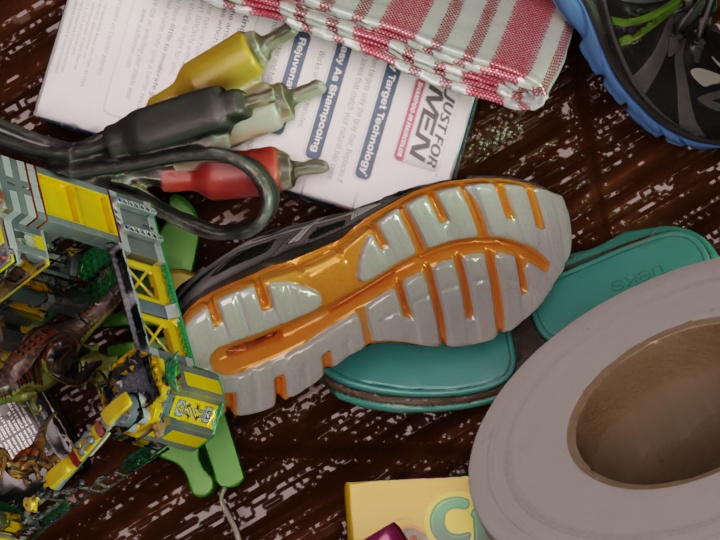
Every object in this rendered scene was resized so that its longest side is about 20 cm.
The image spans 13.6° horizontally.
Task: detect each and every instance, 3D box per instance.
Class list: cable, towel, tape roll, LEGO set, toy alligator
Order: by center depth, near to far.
[{"bbox_3d":[0.162,0.106,1.273,0.202,0.203,0.139,-28,119,0],"label":"tape roll"},{"bbox_3d":[-0.166,0.043,1.311,0.200,0.116,0.154,-27,61,35],"label":"LEGO set"},{"bbox_3d":[-0.111,-0.047,1.389,0.199,0.050,0.098,-14,82,11],"label":"cable"},{"bbox_3d":[0.006,-0.143,1.406,0.199,0.147,0.030,20,126,2],"label":"towel"},{"bbox_3d":[-0.088,0.066,1.426,0.054,0.059,0.201,-10,87,1],"label":"toy alligator"}]

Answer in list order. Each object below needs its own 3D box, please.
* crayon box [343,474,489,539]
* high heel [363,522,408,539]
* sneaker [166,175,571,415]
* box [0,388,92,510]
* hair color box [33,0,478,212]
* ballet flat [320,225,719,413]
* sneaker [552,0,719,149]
[{"bbox_3d":[0.095,0.181,1.417,0.199,0.058,0.173,-3,87,1],"label":"crayon box"},{"bbox_3d":[-0.050,0.153,1.382,0.199,0.067,0.097,-1,110,29],"label":"high heel"},{"bbox_3d":[0.000,0.000,1.371,0.199,0.077,0.079,-17,111,-12],"label":"sneaker"},{"bbox_3d":[-0.262,0.058,1.436,0.198,0.050,0.200,-31,88,0],"label":"box"},{"bbox_3d":[-0.045,-0.090,1.432,0.199,0.061,0.100,17,90,2],"label":"hair color box"},{"bbox_3d":[0.076,0.032,1.419,0.199,0.070,0.068,-14,67,3],"label":"ballet flat"},{"bbox_3d":[0.138,-0.132,1.386,0.082,0.071,0.200,-22,125,27],"label":"sneaker"}]
